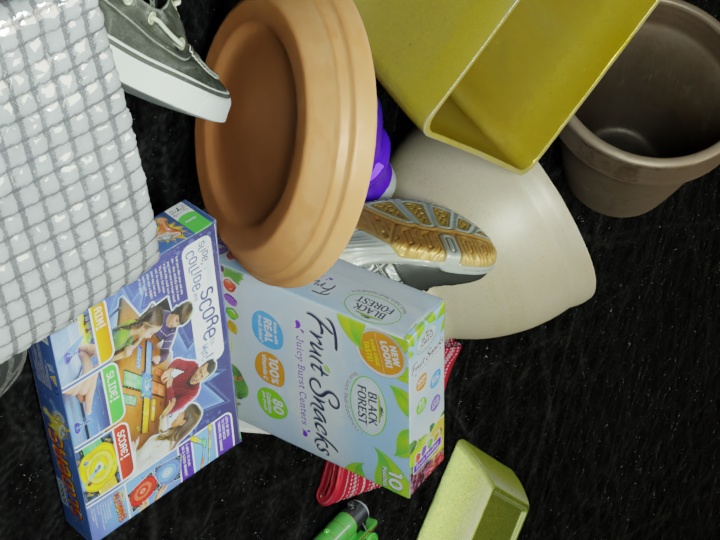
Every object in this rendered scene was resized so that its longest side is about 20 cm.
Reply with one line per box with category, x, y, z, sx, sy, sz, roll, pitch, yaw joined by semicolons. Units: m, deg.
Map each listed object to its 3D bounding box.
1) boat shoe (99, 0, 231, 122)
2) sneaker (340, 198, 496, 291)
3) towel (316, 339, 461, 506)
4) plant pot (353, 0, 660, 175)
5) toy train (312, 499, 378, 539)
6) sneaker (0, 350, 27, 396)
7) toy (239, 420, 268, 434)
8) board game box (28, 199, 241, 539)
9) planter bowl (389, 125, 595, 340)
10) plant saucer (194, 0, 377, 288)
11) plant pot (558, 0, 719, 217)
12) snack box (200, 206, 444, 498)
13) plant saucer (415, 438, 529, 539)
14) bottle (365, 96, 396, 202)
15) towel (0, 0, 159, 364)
boat shoe;-0.130;-0.138;0.958;0.200;0.070;0.064;24;88;-62
sneaker;0.000;0.000;1.219;0.076;0.198;0.088;-107;-158;-57
towel;0.029;0.136;1.508;0.200;0.022;0.146;-4;113;-62
plant pot;0.081;-0.211;1.155;0.200;0.176;0.200;-53;156;12
toy train;-0.047;0.270;1.438;0.200;0.041;0.057;-42;132;-44
sneaker;-0.238;0.093;0.890;0.200;0.087;0.074;-42;143;-44
toy;-0.042;0.081;1.305;0.200;0.047;0.116;15;93;-64
board game box;-0.145;0.069;1.078;0.135;0.034;0.201;-33;138;-32
planter bowl;0.077;-0.025;1.329;0.134;0.200;0.201;-33;144;-9
plant saucer;-0.055;-0.090;1.025;0.037;0.200;0.202;1;110;-31
plant pot;0.270;-0.141;1.621;0.201;0.199;0.175;-55;167;-27
snack box;-0.038;0.054;1.121;0.053;0.199;0.143;-44;144;-39
plant saucer;0.116;0.298;1.760;0.201;0.048;0.200;-66;154;-7
bottle;-0.023;-0.107;1.189;0.084;0.065;0.200;-64;153;-15
towel;-0.202;-0.050;0.834;0.165;0.085;0.201;-31;133;-23
